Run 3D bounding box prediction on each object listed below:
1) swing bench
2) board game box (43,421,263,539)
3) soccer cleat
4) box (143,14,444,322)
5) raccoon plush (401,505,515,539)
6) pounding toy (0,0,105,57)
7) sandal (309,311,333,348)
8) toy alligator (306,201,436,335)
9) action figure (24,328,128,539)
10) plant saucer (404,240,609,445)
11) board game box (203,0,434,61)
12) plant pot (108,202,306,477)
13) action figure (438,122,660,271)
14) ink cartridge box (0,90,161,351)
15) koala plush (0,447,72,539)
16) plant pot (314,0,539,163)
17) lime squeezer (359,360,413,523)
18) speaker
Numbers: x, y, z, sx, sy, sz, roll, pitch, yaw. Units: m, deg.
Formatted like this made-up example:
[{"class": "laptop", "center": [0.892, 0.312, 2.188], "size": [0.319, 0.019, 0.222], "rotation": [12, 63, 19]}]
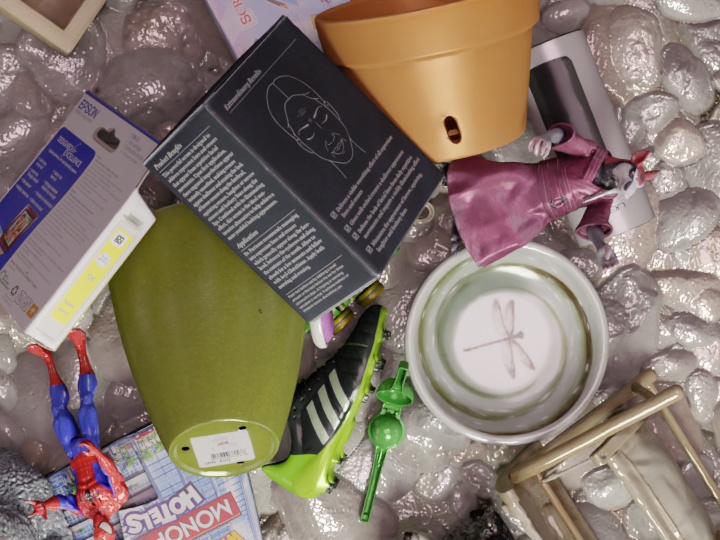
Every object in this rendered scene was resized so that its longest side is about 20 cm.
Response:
[{"class": "swing bench", "center": [0.258, 0.234, 1.309], "size": [0.200, 0.130, 0.199], "rotation": [-32, 93, 1]}, {"class": "board game box", "center": [-0.171, 0.242, 1.301], "size": [0.200, 0.062, 0.200], "rotation": [-27, 91, -5]}, {"class": "soccer cleat", "center": [-0.032, 0.120, 1.315], "size": [0.081, 0.068, 0.200], "rotation": [22, 88, 8]}, {"class": "box", "center": [-0.053, -0.085, 1.158], "size": [0.200, 0.107, 0.148], "rotation": [45, 46, -11]}, {"class": "raccoon plush", "center": [0.107, 0.324, 1.314], "size": [0.134, 0.097, 0.200], "rotation": [-31, 92, 3]}, {"class": "pounding toy", "center": [-0.305, -0.332, 1.272], "size": [0.200, 0.142, 0.184], "rotation": [35, 87, -15]}, {"class": "sandal", "center": [-0.019, -0.023, 1.266], "size": [0.050, 0.082, 0.203], "rotation": [-3, 55, 10]}, {"class": "toy alligator", "center": [0.000, 0.000, 1.321], "size": [0.200, 0.054, 0.059], "rotation": [-43, 94, -4]}, {"class": "action figure", "center": [-0.264, 0.151, 1.235], "size": [0.065, 0.099, 0.200], "rotation": [-22, 75, 11]}, {"class": "plant saucer", "center": [0.139, 0.069, 1.335], "size": [0.200, 0.050, 0.200], "rotation": [0, 89, -5]}, {"class": "board game box", "center": [-0.054, -0.286, 1.325], "size": [0.199, 0.041, 0.200], "rotation": [-27, 92, -5]}, {"class": "plant pot", "center": [-0.126, 0.073, 1.202], "size": [0.187, 0.187, 0.200], "rotation": [-7, 52, -5]}, {"class": "action figure", "center": [0.179, -0.070, 1.273], "size": [0.200, 0.149, 0.134], "rotation": [-13, 102, 13]}, {"class": "ink cartridge box", "center": [-0.261, -0.051, 1.237], "size": [0.200, 0.198, 0.047], "rotation": [-50, 128, -4]}, {"class": "koala plush", "center": [-0.358, 0.251, 1.202], "size": [0.177, 0.200, 0.184], "rotation": [0, 87, 10]}, {"class": "plant pot", "center": [0.071, -0.181, 1.232], "size": [0.200, 0.200, 0.140], "rotation": [-15, 107, -5]}, {"class": "lime squeezer", "center": [0.030, 0.150, 1.314], "size": [0.038, 0.071, 0.200], "rotation": [5, 125, -12]}, {"class": "speaker", "center": [0.215, -0.127, 1.329], "size": [0.081, 0.081, 0.200], "rotation": [-21, 92, -5]}]
